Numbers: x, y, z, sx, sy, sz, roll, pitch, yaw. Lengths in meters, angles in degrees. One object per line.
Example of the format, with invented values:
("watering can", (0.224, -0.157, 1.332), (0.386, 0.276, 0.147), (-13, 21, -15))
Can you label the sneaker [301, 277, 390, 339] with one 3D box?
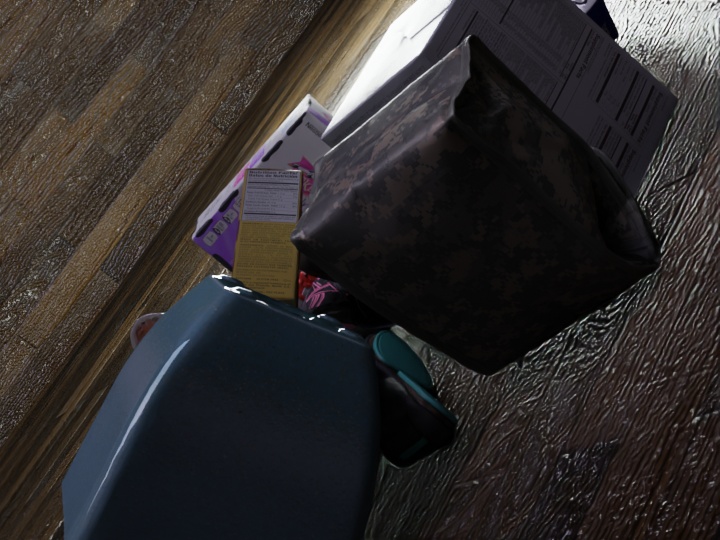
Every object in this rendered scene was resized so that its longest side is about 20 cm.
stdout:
("sneaker", (-0.013, 0.030, 1.398), (0.096, 0.079, 0.200), (-68, 16, -5))

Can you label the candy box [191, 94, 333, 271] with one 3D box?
("candy box", (-0.061, -0.064, 1.655), (0.200, 0.168, 0.072), (-47, 14, 16))

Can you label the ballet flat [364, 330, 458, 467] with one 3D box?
("ballet flat", (0.023, 0.101, 1.144), (0.073, 0.073, 0.200), (-49, 15, 5))

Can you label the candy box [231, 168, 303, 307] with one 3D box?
("candy box", (-0.078, 0.014, 1.239), (0.200, 0.056, 0.117), (-88, 1, -57))

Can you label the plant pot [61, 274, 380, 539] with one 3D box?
("plant pot", (-0.087, 0.117, 1.068), (0.196, 0.195, 0.201), (-152, 84, -77))

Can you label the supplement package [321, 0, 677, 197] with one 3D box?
("supplement package", (0.109, -0.118, 1.156), (0.152, 0.200, 0.151), (-33, 22, 52))

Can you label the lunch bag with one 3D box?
("lunch bag", (0.084, -0.031, 1.011), (0.164, 0.200, 0.118), (-37, 23, 34))

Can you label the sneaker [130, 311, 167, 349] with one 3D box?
("sneaker", (-0.133, 0.074, 1.536), (0.080, 0.199, 0.072), (-26, -54, -77))

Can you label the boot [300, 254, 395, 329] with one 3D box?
("boot", (0.000, 0.000, 1.288), (0.199, 0.075, 0.097), (3, 26, 37))

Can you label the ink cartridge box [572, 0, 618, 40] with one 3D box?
("ink cartridge box", (0.151, -0.221, 1.429), (0.136, 0.076, 0.200), (36, 85, 33))

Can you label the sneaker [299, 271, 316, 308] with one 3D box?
("sneaker", (-0.047, 0.022, 1.536), (0.108, 0.067, 0.202), (-57, -3, -22))
